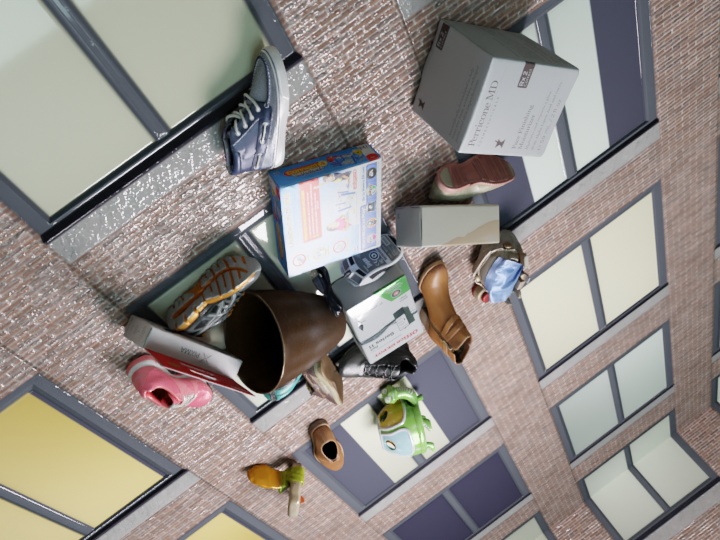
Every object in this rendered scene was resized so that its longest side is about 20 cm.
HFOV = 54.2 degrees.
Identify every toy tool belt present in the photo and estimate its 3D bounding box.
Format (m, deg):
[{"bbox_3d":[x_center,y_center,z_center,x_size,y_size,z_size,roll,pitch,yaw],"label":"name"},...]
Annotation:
[{"bbox_3d":[0.315,0.017,1.576,0.123,0.123,0.203,-11,132,-25],"label":"toy tool belt"}]

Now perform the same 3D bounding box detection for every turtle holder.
[{"bbox_3d":[0.106,0.380,1.741,0.129,0.143,0.187,-12,144,-1],"label":"turtle holder"}]

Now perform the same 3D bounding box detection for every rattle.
[{"bbox_3d":[-0.202,0.548,1.731,0.140,0.133,0.201,-9,159,-13],"label":"rattle"}]

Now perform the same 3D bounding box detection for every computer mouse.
[{"bbox_3d":[0.000,0.000,1.376,0.198,0.110,0.044,-30,156,-21],"label":"computer mouse"}]

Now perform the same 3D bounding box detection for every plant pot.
[{"bbox_3d":[-0.127,0.114,1.340,0.198,0.187,0.189,-13,135,-43],"label":"plant pot"}]

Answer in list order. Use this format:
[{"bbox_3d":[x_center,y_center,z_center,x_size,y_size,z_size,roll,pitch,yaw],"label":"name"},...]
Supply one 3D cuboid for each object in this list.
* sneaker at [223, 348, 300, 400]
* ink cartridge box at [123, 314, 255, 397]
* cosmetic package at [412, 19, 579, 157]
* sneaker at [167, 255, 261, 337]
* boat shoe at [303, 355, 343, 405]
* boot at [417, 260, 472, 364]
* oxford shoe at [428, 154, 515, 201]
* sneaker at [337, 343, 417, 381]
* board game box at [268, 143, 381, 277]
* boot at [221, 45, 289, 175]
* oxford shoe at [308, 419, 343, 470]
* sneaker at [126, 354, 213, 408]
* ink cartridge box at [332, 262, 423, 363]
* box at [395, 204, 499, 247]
[{"bbox_3d":[-0.205,0.210,1.427,0.196,0.084,0.122,-4,130,-20],"label":"sneaker"},{"bbox_3d":[-0.291,0.148,1.228,0.199,0.175,0.045,29,83,-40],"label":"ink cartridge box"},{"bbox_3d":[0.225,-0.307,1.199,0.197,0.166,0.167,-4,128,-31],"label":"cosmetic package"},{"bbox_3d":[-0.252,0.047,1.257,0.198,0.079,0.077,-35,138,13],"label":"sneaker"},{"bbox_3d":[-0.087,0.243,1.554,0.070,0.073,0.201,-7,150,12],"label":"boat shoe"},{"bbox_3d":[0.187,0.094,1.530,0.075,0.156,0.203,-12,132,-24],"label":"boot"},{"bbox_3d":[0.219,-0.180,1.396,0.197,0.072,0.074,-10,157,-28],"label":"oxford shoe"},{"bbox_3d":[0.043,0.209,1.581,0.197,0.091,0.077,-10,125,-27],"label":"sneaker"},{"bbox_3d":[-0.059,-0.107,1.264,0.193,0.056,0.203,-19,135,-20],"label":"board game box"},{"bbox_3d":[-0.163,-0.235,1.067,0.089,0.073,0.203,-19,136,-27],"label":"boot"},{"bbox_3d":[-0.076,0.449,1.727,0.071,0.072,0.202,-30,139,-9],"label":"oxford shoe"},{"bbox_3d":[-0.357,0.236,1.336,0.074,0.087,0.199,-44,138,10],"label":"sneaker"},{"bbox_3d":[0.039,0.082,1.474,0.145,0.083,0.201,-31,138,-6],"label":"ink cartridge box"},{"bbox_3d":[0.172,-0.090,1.392,0.197,0.094,0.080,-4,95,-30],"label":"box"}]
